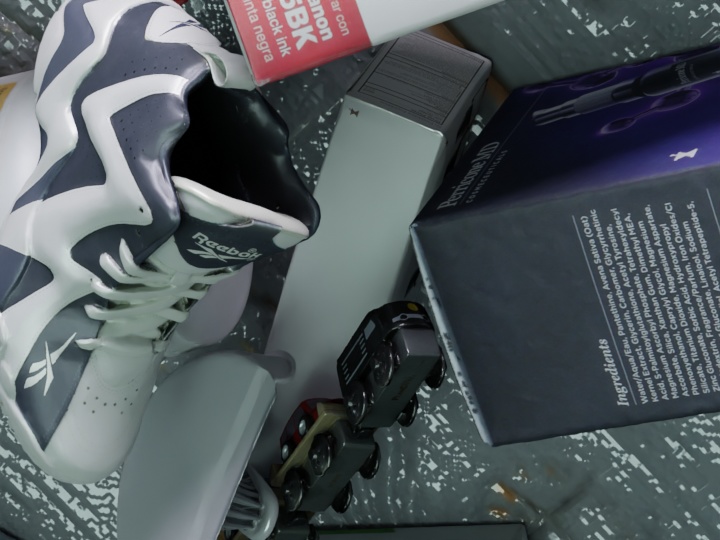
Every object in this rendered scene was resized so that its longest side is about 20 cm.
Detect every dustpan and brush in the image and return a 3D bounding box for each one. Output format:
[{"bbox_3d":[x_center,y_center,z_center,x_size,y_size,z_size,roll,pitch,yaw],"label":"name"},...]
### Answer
[{"bbox_3d":[-0.071,0.081,1.169,0.057,0.200,0.140,17,102,-27],"label":"dustpan and brush"}]

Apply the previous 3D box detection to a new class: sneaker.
[{"bbox_3d":[-0.077,-0.002,1.030,0.129,0.079,0.200,22,100,51],"label":"sneaker"}]

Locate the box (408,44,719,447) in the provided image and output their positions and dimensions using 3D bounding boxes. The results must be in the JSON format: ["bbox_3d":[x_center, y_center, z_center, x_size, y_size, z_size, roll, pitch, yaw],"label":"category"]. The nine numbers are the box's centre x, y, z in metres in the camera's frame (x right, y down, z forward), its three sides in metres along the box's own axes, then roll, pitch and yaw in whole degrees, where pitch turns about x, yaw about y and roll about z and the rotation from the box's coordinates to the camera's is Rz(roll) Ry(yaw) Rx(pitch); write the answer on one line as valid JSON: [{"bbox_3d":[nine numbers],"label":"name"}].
[{"bbox_3d":[0.141,-0.019,1.071,0.199,0.148,0.105,-11,111,25],"label":"box"}]

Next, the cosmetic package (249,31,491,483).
[{"bbox_3d":[0.000,0.000,1.175,0.050,0.083,0.201,23,122,9],"label":"cosmetic package"}]

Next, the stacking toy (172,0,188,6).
[{"bbox_3d":[-0.104,-0.203,1.083,0.085,0.085,0.201,-10,96,25],"label":"stacking toy"}]

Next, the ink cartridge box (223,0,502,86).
[{"bbox_3d":[0.043,-0.152,1.008,0.199,0.147,0.083,-18,106,7],"label":"ink cartridge box"}]

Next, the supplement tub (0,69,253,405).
[{"bbox_3d":[-0.163,-0.012,1.194,0.199,0.145,0.145,-10,112,25],"label":"supplement tub"}]

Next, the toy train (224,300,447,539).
[{"bbox_3d":[-0.017,0.077,1.129,0.034,0.046,0.200,4,142,-26],"label":"toy train"}]

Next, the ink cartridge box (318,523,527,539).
[{"bbox_3d":[0.022,0.230,1.280,0.145,0.084,0.201,-3,114,20],"label":"ink cartridge box"}]

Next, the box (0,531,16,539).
[{"bbox_3d":[-0.189,0.248,1.359,0.199,0.105,0.185,28,123,5],"label":"box"}]
